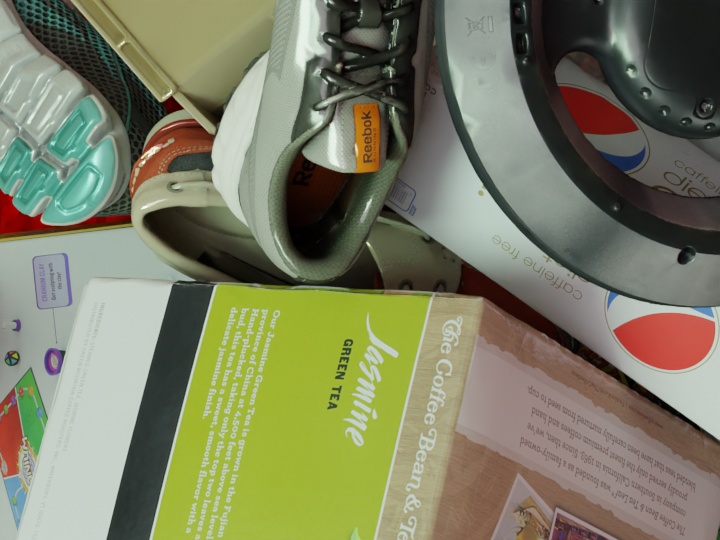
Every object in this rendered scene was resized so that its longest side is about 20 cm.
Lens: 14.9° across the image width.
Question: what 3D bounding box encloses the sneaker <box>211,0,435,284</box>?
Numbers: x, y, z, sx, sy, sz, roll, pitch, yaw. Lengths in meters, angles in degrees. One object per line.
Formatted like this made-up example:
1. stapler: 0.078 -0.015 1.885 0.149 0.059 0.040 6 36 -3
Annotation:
1. sneaker: 0.000 -0.085 0.978 0.074 0.079 0.200 2 122 -18

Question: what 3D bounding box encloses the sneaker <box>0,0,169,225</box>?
1. sneaker: -0.138 -0.084 1.214 0.078 0.091 0.200 -54 52 23

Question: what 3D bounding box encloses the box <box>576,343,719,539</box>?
1. box: 0.169 0.088 1.127 0.137 0.038 0.200 -25 90 40

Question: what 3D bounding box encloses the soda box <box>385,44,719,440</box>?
1. soda box: 0.101 -0.013 1.050 0.200 0.068 0.064 36 129 9

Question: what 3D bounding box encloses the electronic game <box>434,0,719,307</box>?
1. electronic game: 0.119 -0.087 0.984 0.200 0.042 0.200 1 89 -22

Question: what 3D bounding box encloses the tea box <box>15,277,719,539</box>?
1. tea box: 0.008 0.098 1.078 0.197 0.200 0.134 4 73 37

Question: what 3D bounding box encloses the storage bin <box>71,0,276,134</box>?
1. storage bin: -0.044 -0.189 1.026 0.200 0.094 0.199 -38 107 11

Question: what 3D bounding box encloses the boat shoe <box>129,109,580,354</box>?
1. boat shoe: 0.000 0.000 1.105 0.200 0.063 0.071 25 117 -12

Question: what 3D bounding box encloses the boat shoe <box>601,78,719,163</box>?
1. boat shoe: 0.168 -0.072 1.067 0.200 0.067 0.074 -22 94 13

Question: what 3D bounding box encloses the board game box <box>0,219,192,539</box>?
1. board game box: -0.150 0.059 1.194 0.200 0.040 0.153 -6 93 -19
